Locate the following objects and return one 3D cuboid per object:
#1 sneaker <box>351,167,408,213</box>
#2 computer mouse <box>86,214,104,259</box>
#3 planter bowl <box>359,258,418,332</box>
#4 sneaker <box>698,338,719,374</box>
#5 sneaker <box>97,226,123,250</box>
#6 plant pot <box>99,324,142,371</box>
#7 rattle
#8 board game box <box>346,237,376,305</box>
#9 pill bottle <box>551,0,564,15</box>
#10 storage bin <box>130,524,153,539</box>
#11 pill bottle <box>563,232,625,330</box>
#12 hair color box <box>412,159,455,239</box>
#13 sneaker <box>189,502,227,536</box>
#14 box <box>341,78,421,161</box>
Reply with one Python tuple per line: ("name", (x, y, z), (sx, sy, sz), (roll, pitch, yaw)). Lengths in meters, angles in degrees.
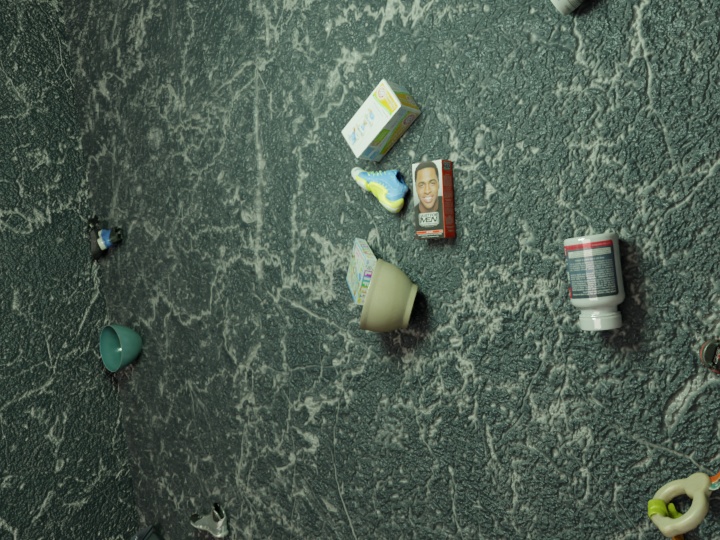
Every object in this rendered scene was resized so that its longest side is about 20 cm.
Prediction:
("sneaker", (0.065, -0.261, 1.710), (0.199, 0.075, 0.106), (43, 107, 20))
("computer mouse", (-1.240, -0.150, 2.785), (0.139, 0.051, 0.207), (-114, 25, -71))
("planter bowl", (0.087, 0.084, 1.654), (0.130, 0.200, 0.207), (15, 106, 7))
("sneaker", (0.764, 0.187, 1.165), (0.195, 0.098, 0.073), (20, 94, 12))
("sneaker", (-1.147, -0.159, 2.724), (0.079, 0.109, 0.200), (69, 167, -20))
("plant pot", (-1.063, 0.340, 2.653), (0.195, 0.133, 0.208), (4, 96, 39))
("rattle", (0.719, 0.502, 1.233), (0.199, 0.130, 0.144), (-40, 79, 6))
("board game box", (0.000, 0.000, 1.725), (0.201, 0.033, 0.139), (-115, 36, -69))
("pill bottle", (0.498, -0.667, 1.276), (0.198, 0.112, 0.117), (-34, 73, 36))
("storage bin", (-0.970, 1.261, 2.677), (0.198, 0.146, 0.135), (-34, 100, 35))
("pill bottle", (0.524, 0.025, 1.315), (0.117, 0.118, 0.208), (-7, 89, 39))
("hair color box", (0.198, -0.190, 1.603), (0.099, 0.060, 0.208), (-2, 92, 40))
("sneaker", (-0.605, 0.987, 2.382), (0.194, 0.074, 0.120), (8, 95, 28))
("box", (0.058, -0.419, 1.664), (0.200, 0.111, 0.103), (-45, 66, 32))
